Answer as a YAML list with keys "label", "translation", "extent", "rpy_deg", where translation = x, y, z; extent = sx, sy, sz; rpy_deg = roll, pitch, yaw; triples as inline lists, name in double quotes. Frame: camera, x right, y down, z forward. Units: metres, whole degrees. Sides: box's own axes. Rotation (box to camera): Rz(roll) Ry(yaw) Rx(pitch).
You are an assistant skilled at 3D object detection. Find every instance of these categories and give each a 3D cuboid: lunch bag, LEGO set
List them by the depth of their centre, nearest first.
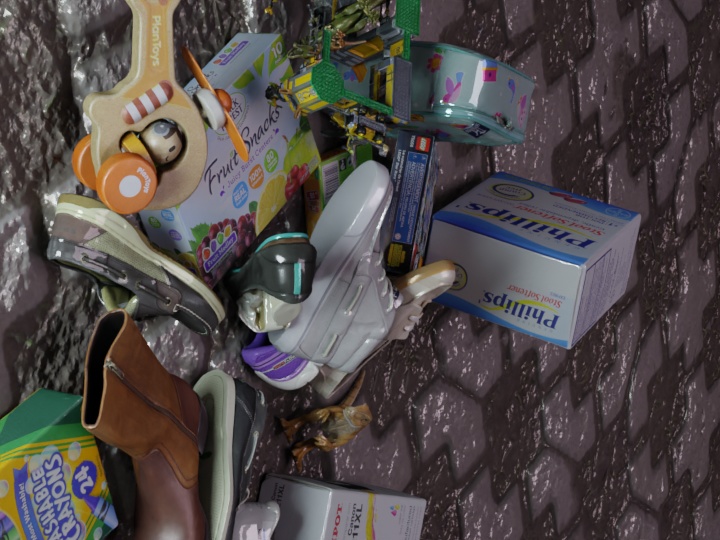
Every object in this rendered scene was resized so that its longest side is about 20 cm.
- label: "LEGO set"
  translation: [-0.030, -0.198, 1.464]
  extent: [0.153, 0.115, 0.202]
  rpy_deg: [8, 73, -41]
- label: "lunch bag"
  translation: [0.065, -0.168, 1.588]
  extent: [0.160, 0.199, 0.078]
  rpy_deg: [20, 81, -59]

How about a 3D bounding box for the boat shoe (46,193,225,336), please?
- label: "boat shoe"
  translation: [-0.189, 0.010, 1.349]
  extent: [0.201, 0.071, 0.066]
  rpy_deg: [44, 65, -47]

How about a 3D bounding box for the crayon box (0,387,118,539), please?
- label: "crayon box"
  translation: [-0.278, 0.198, 1.261]
  extent: [0.200, 0.051, 0.127]
  rpy_deg: [-42, 131, -45]

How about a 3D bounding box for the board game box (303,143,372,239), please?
- label: "board game box"
  translation: [-0.017, -0.023, 1.653]
  extent: [0.095, 0.030, 0.202]
  rpy_deg: [-28, 117, -51]

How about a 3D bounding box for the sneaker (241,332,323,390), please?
- label: "sneaker"
  translation: [-0.048, 0.013, 1.554]
  extent: [0.083, 0.080, 0.201]
  rpy_deg: [31, 77, -31]

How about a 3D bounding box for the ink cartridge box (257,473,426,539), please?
- label: "ink cartridge box"
  translation: [-0.025, 0.290, 1.658]
  extent: [0.200, 0.082, 0.147]
  rpy_deg: [18, 82, -58]

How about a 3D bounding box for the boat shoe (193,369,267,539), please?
- label: "boat shoe"
  translation: [-0.122, 0.193, 1.459]
  extent: [0.067, 0.071, 0.202]
  rpy_deg: [30, 58, -44]

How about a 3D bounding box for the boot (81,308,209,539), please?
- label: "boot"
  translation: [-0.176, 0.155, 1.339]
  extent: [0.200, 0.068, 0.190]
  rpy_deg: [64, 33, -62]

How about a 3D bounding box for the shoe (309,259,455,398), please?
- label: "shoe"
  translation: [0.020, 0.056, 1.582]
  extent: [0.054, 0.200, 0.070]
  rpy_deg: [59, 27, 10]

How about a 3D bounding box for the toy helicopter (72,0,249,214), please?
- label: "toy helicopter"
  translation: [-0.153, -0.146, 1.284]
  extent: [0.131, 0.079, 0.202]
  rpy_deg: [-7, 112, -26]

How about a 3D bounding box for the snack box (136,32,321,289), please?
- label: "snack box"
  translation: [-0.120, -0.099, 1.445]
  extent: [0.200, 0.053, 0.143]
  rpy_deg: [-53, 137, -39]

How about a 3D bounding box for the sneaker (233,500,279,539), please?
- label: "sneaker"
  translation: [-0.094, 0.305, 1.529]
  extent: [0.086, 0.075, 0.202]
  rpy_deg: [-9, 113, -12]

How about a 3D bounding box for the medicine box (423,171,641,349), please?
- label: "medicine box"
  translation: [0.189, -0.016, 1.807]
  extent: [0.200, 0.181, 0.104]
  rpy_deg: [-33, 137, -58]

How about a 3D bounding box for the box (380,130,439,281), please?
- label: "box"
  translation: [0.049, -0.057, 1.660]
  extent: [0.200, 0.040, 0.138]
  rpy_deg: [44, 57, -84]

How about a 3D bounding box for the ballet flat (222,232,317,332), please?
- label: "ballet flat"
  translation: [-0.082, 0.017, 1.435]
  extent: [0.200, 0.067, 0.069]
  rpy_deg: [144, -60, -76]

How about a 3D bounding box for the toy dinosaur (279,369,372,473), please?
- label: "toy dinosaur"
  translation: [-0.024, 0.154, 1.637]
  extent: [0.200, 0.105, 0.061]
  rpy_deg: [-156, -134, -82]

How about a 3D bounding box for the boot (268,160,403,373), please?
- label: "boot"
  translation: [0.000, 0.000, 1.491]
  extent: [0.095, 0.074, 0.201]
  rpy_deg: [22, 113, -23]
